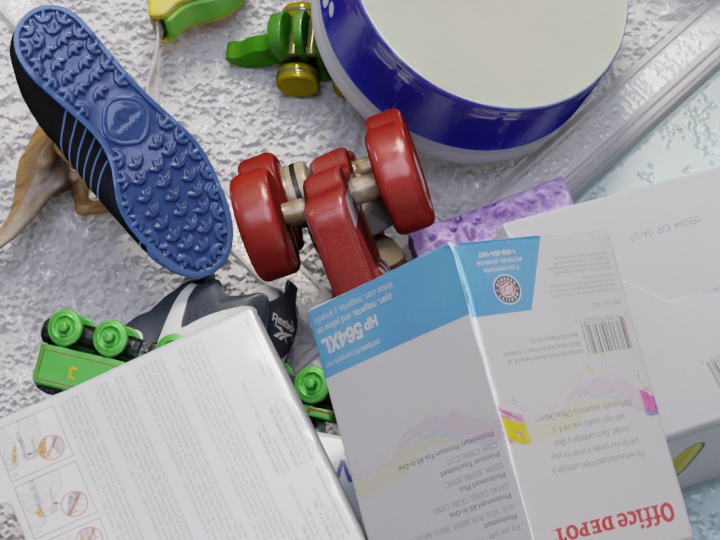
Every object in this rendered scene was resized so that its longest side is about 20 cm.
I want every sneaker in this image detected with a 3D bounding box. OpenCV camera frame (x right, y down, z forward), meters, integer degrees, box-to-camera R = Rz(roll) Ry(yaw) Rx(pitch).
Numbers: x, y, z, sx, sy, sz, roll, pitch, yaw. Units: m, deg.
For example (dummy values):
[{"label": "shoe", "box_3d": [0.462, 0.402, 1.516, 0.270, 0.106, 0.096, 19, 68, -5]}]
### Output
[{"label": "sneaker", "box_3d": [-0.152, -0.080, 1.363, 0.070, 0.078, 0.201, -35, 93, -11]}, {"label": "sneaker", "box_3d": [-0.062, 0.074, 1.340, 0.199, 0.080, 0.130, 37, 82, 27]}]

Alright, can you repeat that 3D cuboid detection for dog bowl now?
[{"label": "dog bowl", "box_3d": [0.072, -0.177, 1.406, 0.198, 0.079, 0.202, 8, 65, -16]}]

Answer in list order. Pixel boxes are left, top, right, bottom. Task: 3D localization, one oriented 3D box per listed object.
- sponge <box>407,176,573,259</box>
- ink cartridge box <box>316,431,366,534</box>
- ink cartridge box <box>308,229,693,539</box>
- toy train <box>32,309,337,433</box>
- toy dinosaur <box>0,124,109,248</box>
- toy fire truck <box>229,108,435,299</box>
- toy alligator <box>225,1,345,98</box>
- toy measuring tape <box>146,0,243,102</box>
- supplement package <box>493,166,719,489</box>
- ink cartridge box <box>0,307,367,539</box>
[{"label": "sponge", "box_3d": [0.113, 0.046, 1.370, 0.111, 0.030, 0.201, -18, 68, -5]}, {"label": "ink cartridge box", "box_3d": [-0.058, 0.183, 1.201, 0.194, 0.043, 0.201, 9, 62, 8]}, {"label": "ink cartridge box", "box_3d": [0.077, 0.095, 1.151, 0.128, 0.125, 0.202, -4, 76, -43]}, {"label": "toy train", "box_3d": [-0.104, 0.069, 1.287, 0.198, 0.042, 0.057, 13, 83, 13]}, {"label": "toy dinosaur", "box_3d": [-0.209, -0.061, 1.428, 0.105, 0.061, 0.201, 5, 57, 19]}, {"label": "toy fire truck", "box_3d": [0.000, 0.000, 1.317, 0.111, 0.200, 0.169, -18, 99, 4]}, {"label": "toy alligator", "box_3d": [0.006, -0.152, 1.446, 0.198, 0.054, 0.060, 4, 68, 5]}, {"label": "toy measuring tape", "box_3d": [-0.108, -0.172, 1.455, 0.073, 0.074, 0.202, -1, 67, 3]}, {"label": "supplement package", "box_3d": [0.182, 0.042, 1.290, 0.199, 0.111, 0.157, -15, 65, -27]}, {"label": "ink cartridge box", "box_3d": [-0.115, 0.130, 1.185, 0.199, 0.057, 0.163, -26, 63, -4]}]
